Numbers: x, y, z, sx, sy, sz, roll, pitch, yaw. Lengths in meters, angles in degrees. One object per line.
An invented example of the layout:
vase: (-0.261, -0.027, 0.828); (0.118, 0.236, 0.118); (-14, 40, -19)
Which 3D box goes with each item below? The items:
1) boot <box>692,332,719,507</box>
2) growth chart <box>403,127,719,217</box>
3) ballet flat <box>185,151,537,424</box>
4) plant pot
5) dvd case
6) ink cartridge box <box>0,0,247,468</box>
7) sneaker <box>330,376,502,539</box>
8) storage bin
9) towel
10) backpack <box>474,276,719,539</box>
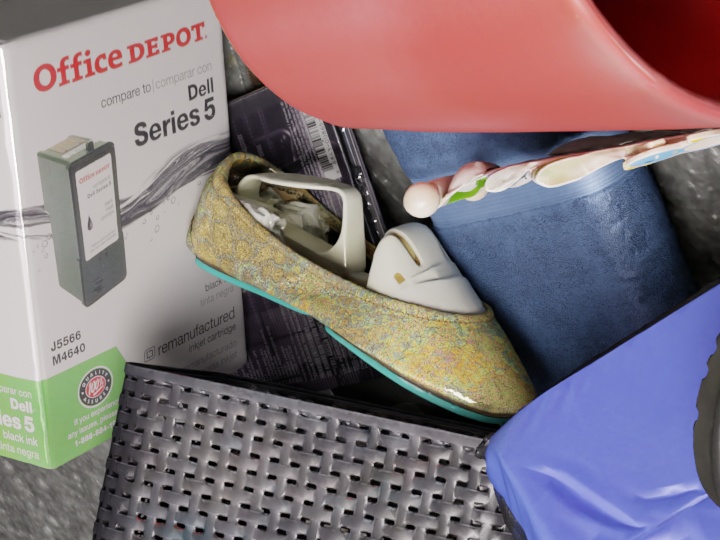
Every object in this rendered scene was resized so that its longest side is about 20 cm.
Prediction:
boot: (0.200, 0.017, 0.568); (0.079, 0.212, 0.158); (29, -170, -33)
growth chart: (0.112, -0.044, 0.710); (0.199, 0.145, 0.018); (-9, 93, 19)
ballet flat: (0.000, 0.000, 0.872); (0.199, 0.071, 0.071); (28, 138, 36)
plant pot: (0.049, -0.133, 0.671); (0.177, 0.200, 0.201); (-8, 116, 45)
dvd case: (-0.059, -0.006, 0.982); (0.199, 0.016, 0.150); (-16, 94, 46)
ink cartridge box: (-0.135, -0.031, 0.924); (0.084, 0.145, 0.201); (12, 115, 35)
sneaker: (0.045, 0.111, 0.959); (0.200, 0.088, 0.076); (44, 140, 4)
storage bin: (-0.005, 0.106, 0.875); (0.199, 0.135, 0.094); (10, 88, 20)
towel: (0.076, -0.039, 0.842); (0.111, 0.049, 0.201); (-9, 115, 45)
backpack: (0.152, 0.110, 0.754); (0.168, 0.162, 0.200); (65, -174, 24)
